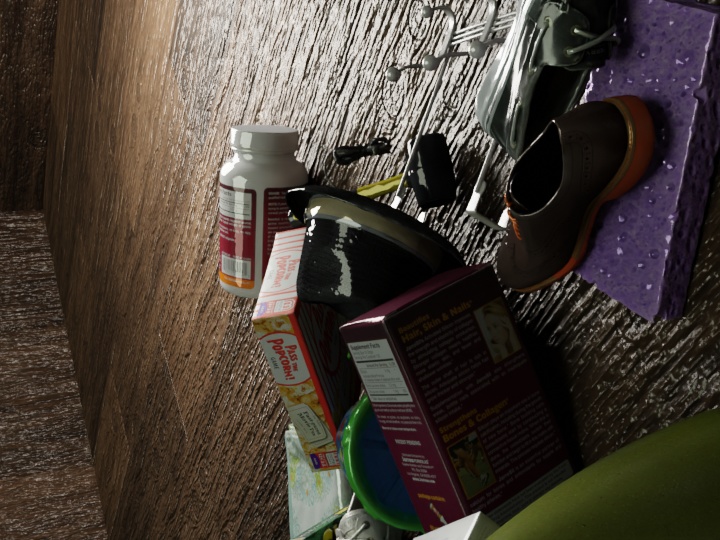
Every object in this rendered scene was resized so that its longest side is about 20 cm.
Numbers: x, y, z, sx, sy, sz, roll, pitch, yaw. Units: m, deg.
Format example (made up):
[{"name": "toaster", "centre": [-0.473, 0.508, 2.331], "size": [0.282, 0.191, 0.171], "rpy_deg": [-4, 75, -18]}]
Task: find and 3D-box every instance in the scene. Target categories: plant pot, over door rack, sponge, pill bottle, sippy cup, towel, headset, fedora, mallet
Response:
[{"name": "plant pot", "centre": [0.161, 0.190, 0.555], "size": [0.187, 0.197, 0.191], "rpy_deg": [21, 114, 61]}, {"name": "over door rack", "centre": [0.075, -0.137, 0.779], "size": [0.147, 0.066, 0.204], "rpy_deg": [6, 85, 64]}, {"name": "sponge", "centre": [0.190, -0.080, 0.639], "size": [0.111, 0.029, 0.203], "rpy_deg": [-139, 49, -56]}, {"name": "pill bottle", "centre": [-0.120, -0.076, 1.182], "size": [0.113, 0.111, 0.204], "rpy_deg": [29, 119, 59]}, {"name": "sippy cup", "centre": [0.037, 0.165, 0.882], "size": [0.130, 0.138, 0.181], "rpy_deg": [151, 135, -73]}, {"name": "towel", "centre": [-0.042, 0.285, 1.158], "size": [0.171, 0.047, 0.204], "rpy_deg": [168, 96, -65]}, {"name": "headset", "centre": [0.000, -0.041, 1.015], "size": [0.124, 0.093, 0.203], "rpy_deg": [-134, 31, -53]}, {"name": "fedora", "centre": [0.000, 0.000, 0.856], "size": [0.200, 0.199, 0.093], "rpy_deg": [5, 70, 63]}, {"name": "mallet", "centre": [0.005, -0.085, 0.922], "size": [0.198, 0.041, 0.067], "rpy_deg": [-7, 86, 37]}]

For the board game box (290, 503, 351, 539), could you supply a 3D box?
[{"name": "board game box", "centre": [-0.019, 0.304, 0.965], "size": [0.023, 0.199, 0.107], "rpy_deg": [-16, 86, 26]}]

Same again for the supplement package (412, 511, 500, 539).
[{"name": "supplement package", "centre": [0.113, 0.281, 0.655], "size": [0.199, 0.110, 0.114], "rpy_deg": [38, 147, -3]}]

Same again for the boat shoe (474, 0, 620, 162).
[{"name": "boat shoe", "centre": [0.141, -0.157, 0.629], "size": [0.071, 0.071, 0.202], "rpy_deg": [57, 147, 32]}]

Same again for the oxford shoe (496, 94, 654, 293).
[{"name": "oxford shoe", "centre": [0.125, -0.048, 0.659], "size": [0.201, 0.071, 0.072], "rpy_deg": [111, 147, -54]}]

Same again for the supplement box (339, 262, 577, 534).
[{"name": "supplement box", "centre": [0.080, 0.110, 0.747], "size": [0.085, 0.109, 0.203], "rpy_deg": [-16, 98, 63]}]

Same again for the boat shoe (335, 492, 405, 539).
[{"name": "boat shoe", "centre": [0.003, 0.267, 0.930], "size": [0.070, 0.070, 0.201], "rpy_deg": [53, -160, -18]}]

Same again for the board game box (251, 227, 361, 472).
[{"name": "board game box", "centre": [-0.050, 0.081, 0.980], "size": [0.152, 0.046, 0.202], "rpy_deg": [-81, -22, -54]}]
